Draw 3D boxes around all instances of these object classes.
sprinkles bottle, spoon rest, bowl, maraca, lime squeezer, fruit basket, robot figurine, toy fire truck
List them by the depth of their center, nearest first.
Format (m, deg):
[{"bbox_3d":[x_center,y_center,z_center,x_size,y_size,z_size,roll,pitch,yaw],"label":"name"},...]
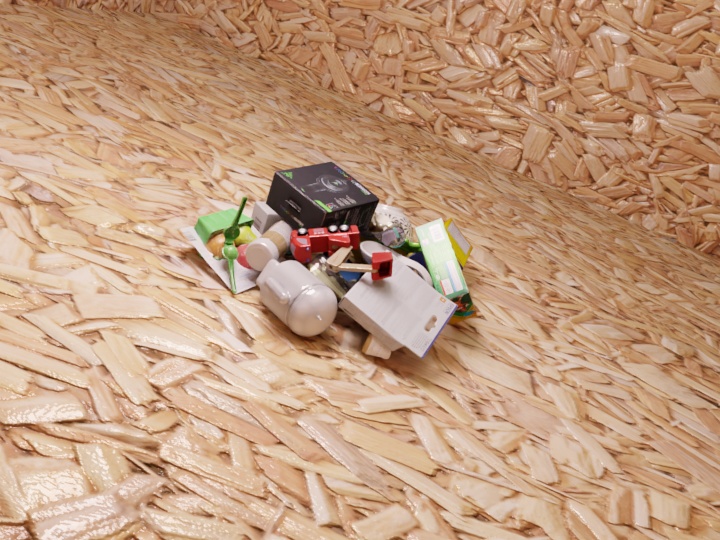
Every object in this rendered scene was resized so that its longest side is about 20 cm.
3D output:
[{"bbox_3d":[-0.125,0.057,1.372,0.200,0.113,0.170,38,11,34],"label":"robot figurine"},{"bbox_3d":[-0.042,-0.035,1.407,0.200,0.049,0.141,-5,39,-9],"label":"toy fire truck"},{"bbox_3d":[-0.263,-0.055,1.427,0.071,0.200,0.038,8,1,40],"label":"lime squeezer"},{"bbox_3d":[-0.181,-0.068,1.506,0.068,0.068,0.200,25,30,8],"label":"sprinkles bottle"},{"bbox_3d":[-0.276,-0.040,1.512,0.200,0.094,0.185,50,39,12],"label":"fruit basket"},{"bbox_3d":[0.084,-0.011,1.532,0.200,0.061,0.099,37,26,17],"label":"spoon rest"},{"bbox_3d":[0.063,-0.053,1.705,0.137,0.107,0.200,13,-16,-41],"label":"maraca"},{"bbox_3d":[0.065,-0.132,1.866,0.201,0.094,0.201,13,5,-1],"label":"bowl"}]

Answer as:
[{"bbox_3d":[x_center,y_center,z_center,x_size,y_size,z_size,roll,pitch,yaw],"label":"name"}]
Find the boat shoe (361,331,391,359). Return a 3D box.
[{"bbox_3d":[0.066,0.128,1.438,0.069,0.071,0.200,27,34,7],"label":"boat shoe"}]

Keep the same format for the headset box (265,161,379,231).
[{"bbox_3d":[-0.091,-0.156,1.545,0.174,0.093,0.200,41,37,26],"label":"headset box"}]

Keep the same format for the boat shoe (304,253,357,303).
[{"bbox_3d":[-0.031,0.044,1.453,0.201,0.066,0.072,41,-14,-8],"label":"boat shoe"}]

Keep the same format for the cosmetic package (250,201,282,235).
[{"bbox_3d":[-0.175,-0.109,1.693,0.200,0.102,0.071,1,30,-40],"label":"cosmetic package"}]

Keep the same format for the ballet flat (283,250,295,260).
[{"bbox_3d":[-0.105,-0.080,1.642,0.200,0.067,0.068,-23,67,-10],"label":"ballet flat"}]

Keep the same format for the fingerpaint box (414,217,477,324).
[{"bbox_3d":[0.201,0.005,1.598,0.167,0.073,0.200,54,18,-63],"label":"fingerpaint box"}]

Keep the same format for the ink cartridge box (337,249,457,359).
[{"bbox_3d":[0.082,0.074,1.409,0.200,0.041,0.200,39,43,5],"label":"ink cartridge box"}]

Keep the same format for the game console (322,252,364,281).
[{"bbox_3d":[0.000,0.000,1.574,0.171,0.118,0.200,-15,18,18],"label":"game console"}]

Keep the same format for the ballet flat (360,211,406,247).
[{"bbox_3d":[0.043,-0.110,1.621,0.072,0.072,0.200,7,10,-28],"label":"ballet flat"}]

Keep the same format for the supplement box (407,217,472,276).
[{"bbox_3d":[0.217,-0.047,1.824,0.109,0.109,0.200,53,25,-5],"label":"supplement box"}]
